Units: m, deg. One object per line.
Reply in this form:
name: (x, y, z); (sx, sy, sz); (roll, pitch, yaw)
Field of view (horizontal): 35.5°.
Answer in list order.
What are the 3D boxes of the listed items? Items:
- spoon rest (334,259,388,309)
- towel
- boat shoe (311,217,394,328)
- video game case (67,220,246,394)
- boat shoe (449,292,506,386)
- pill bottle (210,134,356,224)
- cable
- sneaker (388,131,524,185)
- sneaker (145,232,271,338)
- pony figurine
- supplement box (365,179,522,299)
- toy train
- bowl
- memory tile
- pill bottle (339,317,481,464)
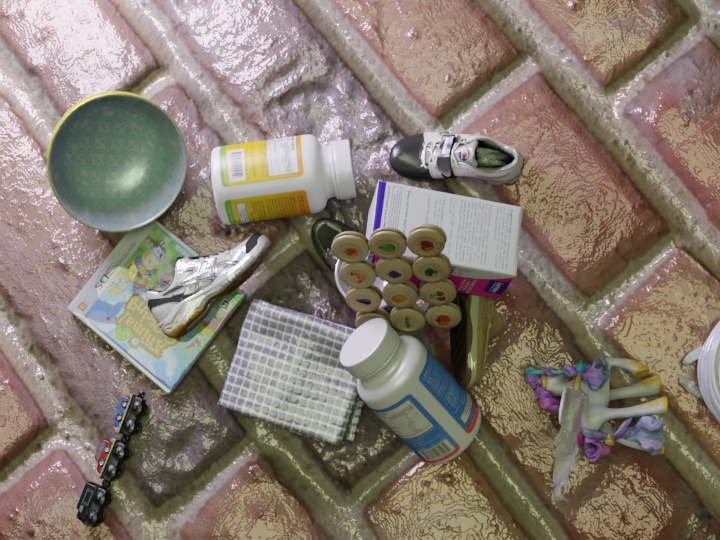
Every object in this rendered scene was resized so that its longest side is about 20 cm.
spoon rest: (0.046, -0.024, 1.573); (0.099, 0.061, 0.200); (44, 63, 9)
towel: (-0.084, 0.143, 1.579); (0.197, 0.086, 0.168); (17, 84, 5)
boat shoe: (0.000, 0.000, 1.608); (0.067, 0.057, 0.201); (-38, 82, -3)
video game case: (-0.295, 0.046, 1.633); (0.199, 0.022, 0.183); (38, 86, 7)
boat shoe: (0.168, 0.071, 1.557); (0.075, 0.072, 0.203); (13, 56, -15)
pill bottle: (-0.108, -0.133, 1.604); (0.196, 0.111, 0.113); (-7, 82, 1)
cable: (0.571, 0.143, 1.556); (0.200, 0.069, 0.200); (-45, 82, -4)
sneaker: (0.138, -0.168, 1.611); (0.196, 0.089, 0.076); (2, 84, 4)
sneaker: (-0.219, 0.002, 1.586); (0.199, 0.076, 0.088); (-40, 82, -4)
pony figurine: (0.315, 0.199, 1.535); (0.196, 0.168, 0.195); (3, 50, 6)
supplement box: (0.108, -0.040, 1.507); (0.196, 0.101, 0.105); (9, 69, -4)
toy train: (-0.355, 0.264, 1.602); (0.045, 0.034, 0.203); (20, 84, 18)
bowl: (-0.355, -0.168, 1.609); (0.197, 0.108, 0.203); (-10, 116, -20)
memory tile: (0.049, 0.017, 1.470); (0.150, 0.202, 0.017); (-4, 48, 12)
pill bottle: (0.065, 0.159, 1.515); (0.112, 0.112, 0.200); (-44, 114, -4)
